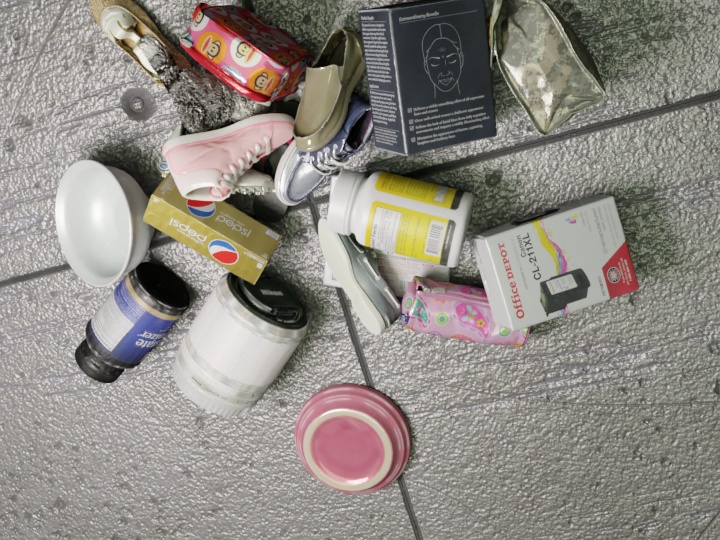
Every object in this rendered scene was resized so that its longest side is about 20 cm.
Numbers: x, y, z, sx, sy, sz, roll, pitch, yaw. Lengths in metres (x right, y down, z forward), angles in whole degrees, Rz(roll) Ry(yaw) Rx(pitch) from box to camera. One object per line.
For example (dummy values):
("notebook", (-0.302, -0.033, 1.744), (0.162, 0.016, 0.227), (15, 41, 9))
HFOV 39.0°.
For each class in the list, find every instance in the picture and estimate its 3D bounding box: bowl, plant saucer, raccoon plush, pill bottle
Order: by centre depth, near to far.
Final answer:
("raccoon plush", (-0.215, -0.277, 1.494), (0.134, 0.097, 0.200), (-26, 138, 6))
("pill bottle", (0.059, -0.082, 1.503), (0.200, 0.114, 0.114), (15, 110, 8))
("bowl", (-0.391, -0.080, 1.616), (0.201, 0.090, 0.201), (10, 106, 39))
("pill bottle", (-0.380, 0.090, 1.675), (0.112, 0.112, 0.200), (41, 111, -3))
("plant saucer", (-0.017, 0.289, 1.696), (0.200, 0.051, 0.201), (4, 108, 11))

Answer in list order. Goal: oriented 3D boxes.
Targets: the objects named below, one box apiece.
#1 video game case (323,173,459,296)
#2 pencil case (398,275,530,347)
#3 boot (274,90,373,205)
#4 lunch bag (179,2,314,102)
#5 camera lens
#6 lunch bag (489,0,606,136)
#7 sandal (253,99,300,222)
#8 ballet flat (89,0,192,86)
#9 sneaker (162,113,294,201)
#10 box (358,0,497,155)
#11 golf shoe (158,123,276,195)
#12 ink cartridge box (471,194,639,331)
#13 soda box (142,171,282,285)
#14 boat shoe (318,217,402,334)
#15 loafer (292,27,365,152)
("video game case", (0.046, -0.050, 1.589), (0.200, 0.022, 0.183), (9, 109, 10))
("pencil case", (0.160, 0.063, 1.551), (0.200, 0.087, 0.088), (11, 110, -4))
("boot", (-0.052, -0.174, 1.507), (0.073, 0.090, 0.200), (23, 102, -37))
("lunch bag", (-0.167, -0.321, 1.451), (0.176, 0.200, 0.082), (36, 110, 2))
("camera lens", (-0.190, 0.111, 1.616), (0.160, 0.160, 0.200), (34, 111, -1))
("lunch bag", (0.239, -0.300, 1.390), (0.118, 0.164, 0.200), (-31, 99, 17))
("sandal", (-0.120, -0.163, 1.573), (0.075, 0.045, 0.200), (20, 111, 6))
("ballet flat", (-0.338, -0.352, 1.547), (0.200, 0.065, 0.071), (40, 110, -2))
("sneaker", (-0.182, -0.158, 1.494), (0.200, 0.075, 0.105), (-15, 70, -10))
("box", (0.094, -0.276, 1.426), (0.148, 0.107, 0.200), (-14, 108, -21))
("golf shoe", (-0.217, -0.171, 1.565), (0.200, 0.078, 0.097), (16, 97, 19))
("ink cartridge box", (0.280, -0.011, 1.476), (0.200, 0.083, 0.146), (-19, 97, -6))
("soda box", (-0.226, -0.065, 1.551), (0.200, 0.064, 0.068), (31, 137, -4))
("boat shoe", (0.000, 0.000, 1.582), (0.062, 0.073, 0.200), (-30, 93, -24))
("loafer", (-0.052, -0.265, 1.468), (0.076, 0.068, 0.200), (9, 69, 41))
